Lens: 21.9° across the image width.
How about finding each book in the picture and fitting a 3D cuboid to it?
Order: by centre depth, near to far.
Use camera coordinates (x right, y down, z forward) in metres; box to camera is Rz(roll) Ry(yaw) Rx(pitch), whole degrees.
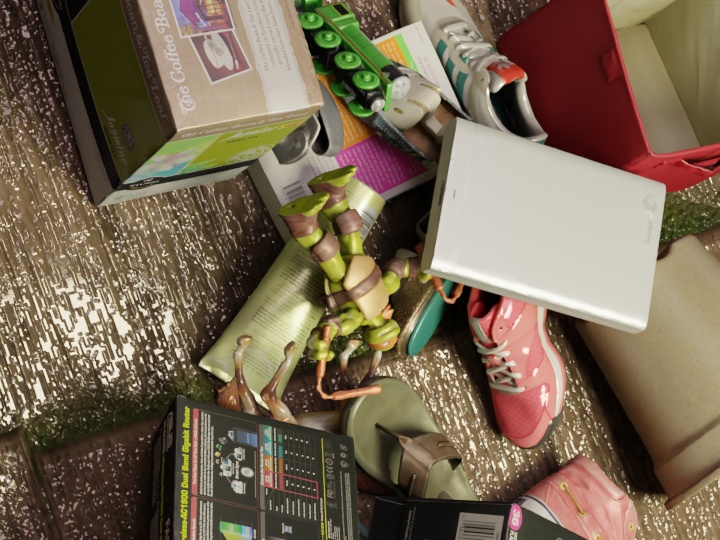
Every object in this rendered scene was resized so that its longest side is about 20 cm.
[{"bbox_3d":[-0.006,-0.119,1.615,0.200,0.048,0.134,-26,89,-28],"label":"book"}]

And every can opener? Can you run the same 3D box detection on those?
[{"bbox_3d":[-0.077,-0.172,1.563,0.067,0.053,0.200,4,50,-47],"label":"can opener"}]

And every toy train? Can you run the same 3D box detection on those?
[{"bbox_3d":[-0.025,-0.199,1.578,0.056,0.042,0.200,-19,49,-28],"label":"toy train"}]

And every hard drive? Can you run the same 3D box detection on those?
[{"bbox_3d":[0.154,-0.036,1.542,0.200,0.026,0.132,16,74,-19],"label":"hard drive"}]

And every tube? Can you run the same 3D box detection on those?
[{"bbox_3d":[-0.052,0.013,1.538,0.058,0.052,0.200,27,81,22],"label":"tube"}]

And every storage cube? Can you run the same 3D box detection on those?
[{"bbox_3d":[0.255,-0.166,1.678,0.171,0.180,0.200,-10,81,-28],"label":"storage cube"}]

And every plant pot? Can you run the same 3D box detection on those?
[{"bbox_3d":[0.293,0.078,1.636,0.200,0.200,0.184,-32,79,-30],"label":"plant pot"}]

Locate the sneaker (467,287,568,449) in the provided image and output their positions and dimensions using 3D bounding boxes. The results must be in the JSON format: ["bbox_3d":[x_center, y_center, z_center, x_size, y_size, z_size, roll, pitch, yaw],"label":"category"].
[{"bbox_3d":[0.120,0.057,1.582,0.087,0.074,0.200,-10,99,-46],"label":"sneaker"}]

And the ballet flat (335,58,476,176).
[{"bbox_3d":[0.068,-0.122,1.577,0.200,0.074,0.074,38,62,-4],"label":"ballet flat"}]

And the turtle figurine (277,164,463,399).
[{"bbox_3d":[0.000,0.000,1.500,0.200,0.064,0.161,-38,113,-36],"label":"turtle figurine"}]

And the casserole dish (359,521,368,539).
[{"bbox_3d":[-0.017,0.259,1.503,0.200,0.039,0.121,43,61,-8],"label":"casserole dish"}]

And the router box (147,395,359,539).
[{"bbox_3d":[-0.080,0.199,1.388,0.150,0.062,0.200,16,41,-18],"label":"router box"}]

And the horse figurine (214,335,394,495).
[{"bbox_3d":[-0.044,0.120,1.513,0.200,0.050,0.133,1,98,-35],"label":"horse figurine"}]

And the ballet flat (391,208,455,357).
[{"bbox_3d":[0.067,-0.009,1.617,0.065,0.071,0.200,30,58,15],"label":"ballet flat"}]

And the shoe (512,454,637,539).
[{"bbox_3d":[0.216,0.258,1.597,0.091,0.071,0.200,-36,89,-27],"label":"shoe"}]

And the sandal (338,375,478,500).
[{"bbox_3d":[0.056,0.162,1.525,0.080,0.057,0.201,-50,120,-23],"label":"sandal"}]

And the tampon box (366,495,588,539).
[{"bbox_3d":[0.102,0.271,1.455,0.200,0.126,0.150,30,65,-51],"label":"tampon box"}]

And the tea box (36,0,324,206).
[{"bbox_3d":[-0.149,-0.181,1.474,0.134,0.197,0.200,-13,82,-28],"label":"tea box"}]

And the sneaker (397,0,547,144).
[{"bbox_3d":[0.108,-0.183,1.660,0.070,0.093,0.200,-24,87,-30],"label":"sneaker"}]
